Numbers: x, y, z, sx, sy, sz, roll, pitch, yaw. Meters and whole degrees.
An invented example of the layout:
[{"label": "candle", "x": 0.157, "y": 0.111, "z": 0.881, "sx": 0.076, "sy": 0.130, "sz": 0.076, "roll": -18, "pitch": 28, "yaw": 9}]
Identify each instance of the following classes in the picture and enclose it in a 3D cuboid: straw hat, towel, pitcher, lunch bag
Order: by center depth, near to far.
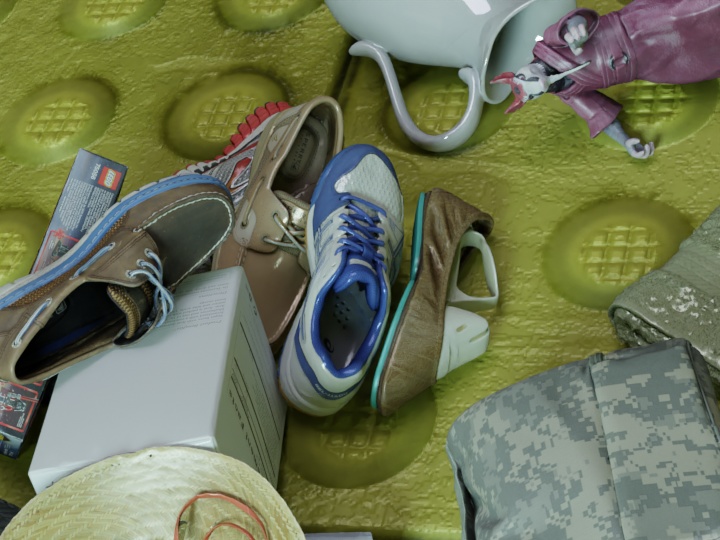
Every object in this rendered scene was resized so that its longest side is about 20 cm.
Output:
[{"label": "lunch bag", "x": 0.138, "y": 0.151, "z": 1.084, "sx": 0.167, "sy": 0.140, "sz": 0.201, "roll": -12, "pitch": 43, "yaw": 7}, {"label": "straw hat", "x": -0.118, "y": 0.207, "z": 1.087, "sx": 0.199, "sy": 0.085, "sz": 0.202, "roll": -2, "pitch": 68, "yaw": 5}, {"label": "towel", "x": 0.277, "y": 0.031, "z": 1.228, "sx": 0.148, "sy": 0.037, "sz": 0.200, "roll": -40, "pitch": 47, "yaw": -21}, {"label": "pitcher", "x": 0.047, "y": -0.198, "z": 1.492, "sx": 0.200, "sy": 0.121, "sz": 0.172, "roll": 33, "pitch": 79, "yaw": 28}]

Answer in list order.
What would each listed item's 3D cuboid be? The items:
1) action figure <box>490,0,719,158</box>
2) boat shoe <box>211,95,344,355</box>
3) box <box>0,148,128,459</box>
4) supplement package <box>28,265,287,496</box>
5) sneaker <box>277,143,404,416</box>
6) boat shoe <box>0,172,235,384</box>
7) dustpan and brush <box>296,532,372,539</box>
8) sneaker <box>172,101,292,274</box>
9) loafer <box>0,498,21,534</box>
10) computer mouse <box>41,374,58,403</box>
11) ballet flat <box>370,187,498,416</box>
[{"label": "action figure", "x": 0.190, "y": -0.173, "z": 1.390, "sx": 0.199, "sy": 0.134, "sz": 0.149, "roll": -15, "pitch": 43, "yaw": 1}, {"label": "boat shoe", "x": -0.058, "y": -0.034, "z": 1.347, "sx": 0.064, "sy": 0.071, "sz": 0.201, "roll": -26, "pitch": 49, "yaw": 61}, {"label": "box", "x": -0.219, "y": 0.027, "z": 1.297, "sx": 0.040, "sy": 0.137, "sz": 0.201, "roll": 21, "pitch": 75, "yaw": -8}, {"label": "supplement package", "x": -0.125, "y": 0.107, "z": 1.207, "sx": 0.120, "sy": 0.120, "sz": 0.200, "roll": -11, "pitch": 30, "yaw": 9}, {"label": "sneaker", "x": 0.000, "y": 0.000, "z": 1.278, "sx": 0.075, "sy": 0.088, "sz": 0.201, "roll": 14, "pitch": 70, "yaw": -14}, {"label": "boat shoe", "x": -0.155, "y": 0.013, "z": 1.198, "sx": 0.200, "sy": 0.072, "sz": 0.072, "roll": -37, "pitch": 38, "yaw": -14}, {"label": "dustpan and brush", "x": -0.067, "y": 0.254, "z": 1.129, "sx": 0.139, "sy": 0.057, "sz": 0.201, "roll": -7, "pitch": 38, "yaw": 30}, {"label": "sneaker", "x": -0.089, "y": -0.053, "z": 1.413, "sx": 0.082, "sy": 0.078, "sz": 0.200, "roll": 24, "pitch": 59, "yaw": 34}, {"label": "loafer", "x": -0.288, "y": 0.181, "z": 1.272, "sx": 0.199, "sy": 0.075, "sz": 0.070, "roll": 24, "pitch": 95, "yaw": 32}, {"label": "computer mouse", "x": -0.182, "y": 0.062, "z": 1.365, "sx": 0.199, "sy": 0.034, "sz": 0.059, "roll": -6, "pitch": 44, "yaw": 14}, {"label": "ballet flat", "x": 0.059, "y": 0.023, "z": 1.305, "sx": 0.072, "sy": 0.068, "sz": 0.201, "roll": 12, "pitch": 45, "yaw": 4}]
